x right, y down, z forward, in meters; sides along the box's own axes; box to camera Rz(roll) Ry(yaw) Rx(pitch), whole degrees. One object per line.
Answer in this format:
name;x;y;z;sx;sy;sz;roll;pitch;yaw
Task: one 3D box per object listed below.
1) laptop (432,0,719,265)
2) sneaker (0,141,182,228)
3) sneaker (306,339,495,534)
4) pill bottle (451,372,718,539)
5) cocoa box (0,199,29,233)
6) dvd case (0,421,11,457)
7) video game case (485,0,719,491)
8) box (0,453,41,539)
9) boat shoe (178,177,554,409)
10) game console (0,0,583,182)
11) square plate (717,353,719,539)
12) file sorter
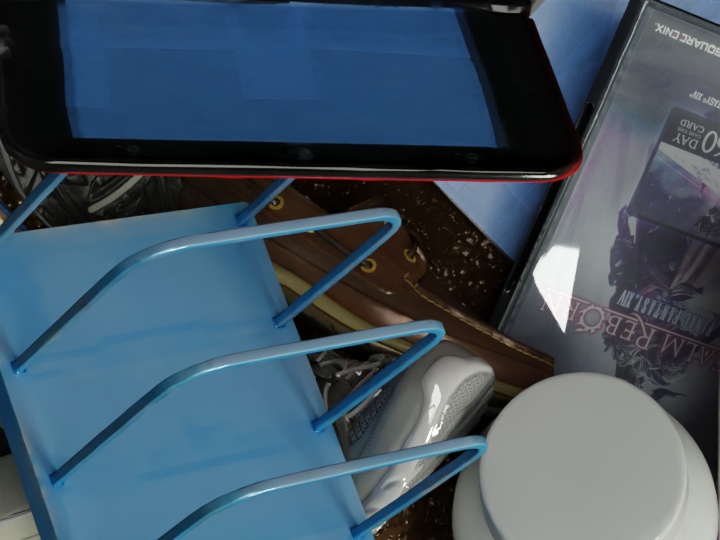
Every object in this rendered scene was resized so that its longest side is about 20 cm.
laptop;0.103;-0.107;1.156;0.116;0.200;0.187;41;84;21
sneaker;-0.145;-0.088;1.113;0.074;0.079;0.201;-36;95;-17
sneaker;-0.014;0.067;1.106;0.082;0.200;0.075;47;59;-3
pill bottle;0.096;0.114;1.116;0.111;0.200;0.113;-2;69;5
cocoa box;-0.245;0.014;1.074;0.131;0.133;0.200;44;85;-10
dvd case;-0.187;0.137;1.120;0.200;0.025;0.150;-47;134;-6
video game case;0.145;-0.009;1.191;0.142;0.019;0.201;19;102;-21
box;-0.108;0.174;1.065;0.094;0.078;0.201;-18;106;9
boat shoe;0.000;0.000;1.147;0.199;0.072;0.068;27;84;3
game console;-0.027;-0.121;0.914;0.198;0.119;0.174;1;95;-11
square plate;0.221;0.072;1.179;0.198;0.028;0.202;-7;99;-51
file sorter;-0.042;0.051;0.976;0.138;0.123;0.201;-9;71;-37
